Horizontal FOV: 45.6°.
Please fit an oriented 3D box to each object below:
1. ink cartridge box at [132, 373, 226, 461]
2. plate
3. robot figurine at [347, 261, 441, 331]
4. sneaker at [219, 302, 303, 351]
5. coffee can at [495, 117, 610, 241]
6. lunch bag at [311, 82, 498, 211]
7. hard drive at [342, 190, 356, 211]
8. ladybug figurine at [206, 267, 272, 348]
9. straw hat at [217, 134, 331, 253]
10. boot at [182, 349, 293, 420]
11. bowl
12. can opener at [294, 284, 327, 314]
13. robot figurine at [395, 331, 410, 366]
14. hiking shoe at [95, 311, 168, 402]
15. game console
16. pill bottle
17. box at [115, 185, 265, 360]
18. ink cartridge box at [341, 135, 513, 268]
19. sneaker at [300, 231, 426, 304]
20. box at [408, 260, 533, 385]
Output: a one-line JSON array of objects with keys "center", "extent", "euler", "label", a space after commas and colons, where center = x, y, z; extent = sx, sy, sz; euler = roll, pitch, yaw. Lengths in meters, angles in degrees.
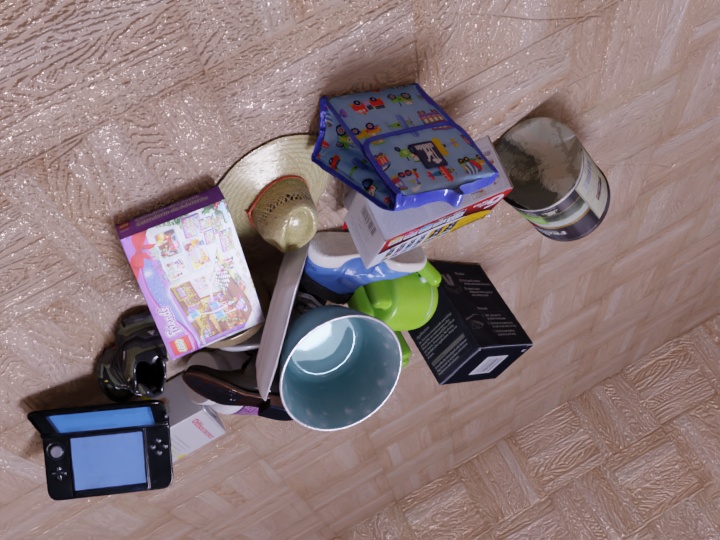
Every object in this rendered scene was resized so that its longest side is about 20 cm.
[{"center": [-0.348, 0.274, 1.466], "extent": [0.198, 0.084, 0.146], "euler": [-28, 154, -6], "label": "ink cartridge box"}, {"center": [-0.108, 0.046, 1.197], "extent": [0.032, 0.201, 0.202], "euler": [16, 118, -4], "label": "plate"}, {"center": [0.056, 0.044, 1.463], "extent": [0.175, 0.117, 0.198], "euler": [-40, 154, 29], "label": "robot figurine"}, {"center": [-0.156, 0.113, 1.403], "extent": [0.198, 0.071, 0.100], "euler": [-18, 147, -36], "label": "sneaker"}, {"center": [0.308, -0.142, 1.375], "extent": [0.146, 0.148, 0.199], "euler": [-38, 153, 15], "label": "coffee can"}, {"center": [0.056, -0.132, 1.029], "extent": [0.149, 0.200, 0.095], "euler": [-15, 134, -31], "label": "lunch bag"}, {"center": [0.074, -0.116, 1.300], "extent": [0.132, 0.027, 0.199], "euler": [-40, 154, 18], "label": "hard drive"}, {"center": [-0.197, 0.045, 1.234], "extent": [0.134, 0.072, 0.201], "euler": [-27, 154, -9], "label": "ladybug figurine"}, {"center": [-0.099, -0.074, 1.113], "extent": [0.199, 0.086, 0.202], "euler": [-26, 154, -13], "label": "straw hat"}, {"center": [-0.182, 0.161, 1.339], "extent": [0.198, 0.098, 0.074], "euler": [26, 145, -28], "label": "boot"}, {"center": [-0.044, 0.134, 1.322], "extent": [0.197, 0.105, 0.204], "euler": [-10, 119, -19], "label": "bowl"}, {"center": [-0.036, 0.078, 1.403], "extent": [0.053, 0.068, 0.200], "euler": [-1, 147, 44], "label": "can opener"}, {"center": [-0.005, 0.179, 1.622], "extent": [0.197, 0.117, 0.176], "euler": [-24, 159, -13], "label": "robot figurine"}, {"center": [-0.330, 0.152, 1.245], "extent": [0.075, 0.102, 0.201], "euler": [-11, 148, -34], "label": "hiking shoe"}, {"center": [-0.394, 0.278, 1.317], "extent": [0.196, 0.179, 0.116], "euler": [-4, -171, -9], "label": "game console"}, {"center": [-0.196, 0.185, 1.437], "extent": [0.112, 0.113, 0.199], "euler": [-42, 151, 23], "label": "pill bottle"}, {"center": [-0.211, 0.007, 1.089], "extent": [0.135, 0.039, 0.202], "euler": [-22, 128, -12], "label": "box"}, {"center": [0.086, -0.086, 1.189], "extent": [0.197, 0.085, 0.176], "euler": [-23, 170, -15], "label": "ink cartridge box"}, {"center": [0.000, -0.001, 1.337], "extent": [0.197, 0.078, 0.112], "euler": [-1, 140, -25], "label": "sneaker"}, {"center": [0.189, 0.096, 1.607], "extent": [0.195, 0.202, 0.118], "euler": [4, 138, -50], "label": "box"}]
